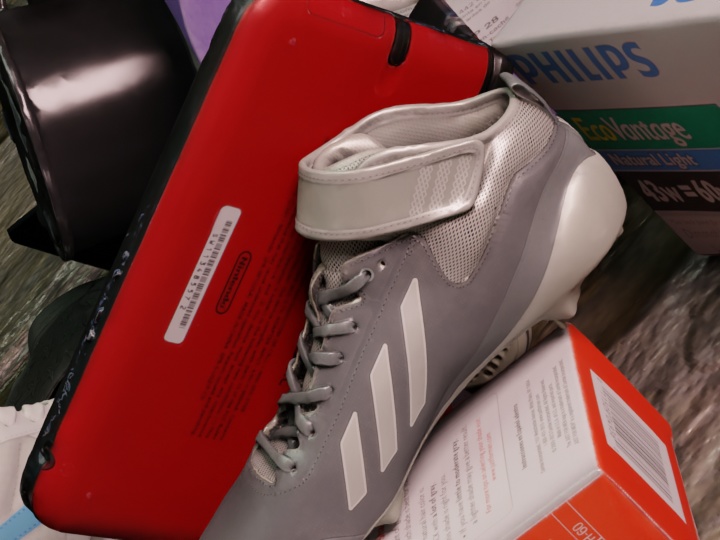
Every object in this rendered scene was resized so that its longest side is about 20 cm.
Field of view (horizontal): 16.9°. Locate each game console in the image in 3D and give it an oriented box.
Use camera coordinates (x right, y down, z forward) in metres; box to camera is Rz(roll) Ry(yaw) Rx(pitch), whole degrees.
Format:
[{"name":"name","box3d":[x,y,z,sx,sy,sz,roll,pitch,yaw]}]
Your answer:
[{"name":"game console","box3d":[-0.041,-0.012,0.863,0.119,0.172,0.200,36,106,45]}]

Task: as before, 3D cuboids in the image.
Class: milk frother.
[{"name":"milk frother","box3d":[-0.078,-0.133,1.066,0.188,0.200,0.181,-20,62,-10]}]

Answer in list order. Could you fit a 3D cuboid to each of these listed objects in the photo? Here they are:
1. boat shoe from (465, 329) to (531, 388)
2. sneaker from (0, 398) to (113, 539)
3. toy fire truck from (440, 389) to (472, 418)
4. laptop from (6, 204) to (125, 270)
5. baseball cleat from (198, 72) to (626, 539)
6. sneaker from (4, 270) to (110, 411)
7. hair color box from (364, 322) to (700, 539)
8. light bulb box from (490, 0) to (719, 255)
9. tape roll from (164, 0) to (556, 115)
[{"name":"boat shoe","box3d":[0.000,0.000,1.009,0.062,0.075,0.200,-34,29,-32]},{"name":"sneaker","box3d":[-0.121,0.080,0.965,0.076,0.081,0.200,-31,16,39]},{"name":"toy fire truck","box3d":[-0.018,0.082,0.956,0.200,0.049,0.141,-32,25,34]},{"name":"laptop","box3d":[-0.077,-0.085,1.300,0.177,0.103,0.200,-35,23,25]},{"name":"baseball cleat","box3d":[-0.005,0.020,0.794,0.200,0.106,0.070,-49,27,-5]},{"name":"sneaker","box3d":[-0.113,0.032,1.223,0.200,0.060,0.104,-40,27,14]},{"name":"hair color box","box3d":[0.016,0.117,0.810,0.200,0.061,0.102,-38,22,17]},{"name":"light bulb box","box3d":[0.184,-0.115,0.825,0.200,0.125,0.198,-53,22,-16]},{"name":"tape roll","box3d":[0.014,-0.146,0.964,0.200,0.200,0.085,-43,33,9]}]
